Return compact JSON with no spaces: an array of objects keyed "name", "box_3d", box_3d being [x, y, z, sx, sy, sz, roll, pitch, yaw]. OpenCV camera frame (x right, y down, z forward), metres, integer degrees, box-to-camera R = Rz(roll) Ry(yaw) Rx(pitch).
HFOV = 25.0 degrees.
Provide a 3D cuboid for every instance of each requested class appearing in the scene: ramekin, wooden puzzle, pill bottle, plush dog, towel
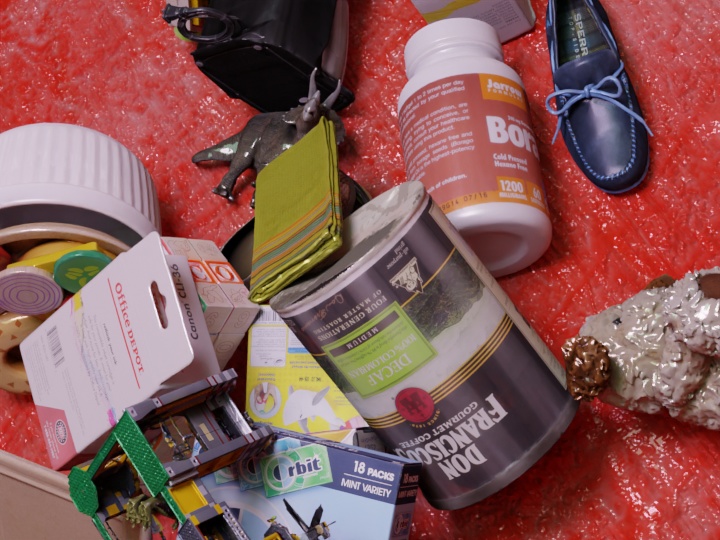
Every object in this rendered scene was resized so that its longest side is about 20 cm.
[{"name":"ramekin","box_3d":[-0.268,-0.038,1.425,0.199,0.200,0.106,-16,51,16]},{"name":"wooden puzzle","box_3d":[-0.229,0.235,1.308,0.199,0.186,0.037,19,36,31]},{"name":"pill bottle","box_3d":[0.090,-0.103,1.344,0.111,0.112,0.201,-16,62,16]},{"name":"plush dog","box_3d":[0.241,0.063,1.192,0.171,0.199,0.162,4,105,35]},{"name":"towel","box_3d":[-0.053,-0.051,1.272,0.086,0.018,0.200,-34,26,17]}]

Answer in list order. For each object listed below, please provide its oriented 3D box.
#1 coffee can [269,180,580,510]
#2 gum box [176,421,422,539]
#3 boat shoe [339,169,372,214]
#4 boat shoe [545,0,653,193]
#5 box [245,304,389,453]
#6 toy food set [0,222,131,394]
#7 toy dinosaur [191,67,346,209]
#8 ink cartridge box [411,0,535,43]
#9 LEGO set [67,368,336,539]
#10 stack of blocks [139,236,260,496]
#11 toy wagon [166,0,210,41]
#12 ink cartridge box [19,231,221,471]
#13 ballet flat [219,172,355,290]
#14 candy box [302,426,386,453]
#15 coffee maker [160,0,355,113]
[{"name":"coffee can","box_3d":[0.049,0.056,1.212,0.146,0.200,0.146,-37,13,10]},{"name":"gum box","box_3d":[-0.055,0.221,1.191,0.169,0.044,0.202,10,91,24]},{"name":"boat shoe","box_3d":[0.000,0.000,1.363,0.073,0.065,0.201,-30,59,8]},{"name":"boat shoe","box_3d":[0.183,-0.158,1.354,0.084,0.069,0.201,-24,60,12]},{"name":"box","box_3d":[-0.034,0.129,1.307,0.116,0.048,0.202,0,82,23]},{"name":"toy food set","box_3d":[-0.265,0.029,1.385,0.198,0.198,0.049,-14,51,14]},{"name":"toy dinosaur","box_3d":[-0.076,-0.105,1.448,0.199,0.077,0.103,-3,57,58]},{"name":"ink cartridge box","box_3d":[0.067,-0.294,1.392,0.083,0.200,0.146,-22,60,16]},{"name":"LEGO set","box_3d":[-0.104,0.169,1.154,0.200,0.115,0.154,48,134,24]},{"name":"stack of blocks","box_3d":[-0.162,0.086,1.345,0.115,0.058,0.201,50,121,34]},{"name":"toy wagon","box_3d":[-0.140,-0.319,1.518,0.039,0.156,0.201,13,53,7]},{"name":"ink cartridge box","box_3d":[-0.179,0.065,1.275,0.200,0.067,0.117,-36,64,38]},{"name":"ballet flat","box_3d":[-0.082,-0.027,1.381,0.200,0.046,0.068,-35,55,37]},{"name":"candy box","box_3d":[-0.042,0.226,1.243,0.135,0.061,0.202,-10,81,21]},{"name":"coffee maker","box_3d":[-0.069,-0.263,1.439,0.134,0.192,0.202,2,68,19]}]
